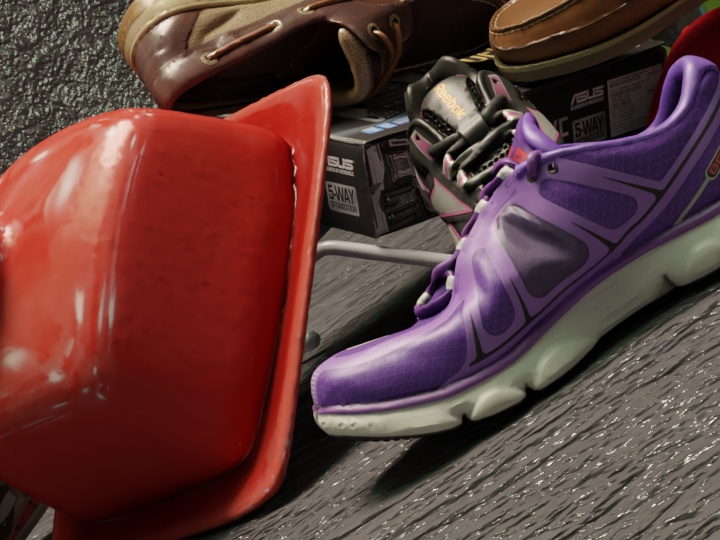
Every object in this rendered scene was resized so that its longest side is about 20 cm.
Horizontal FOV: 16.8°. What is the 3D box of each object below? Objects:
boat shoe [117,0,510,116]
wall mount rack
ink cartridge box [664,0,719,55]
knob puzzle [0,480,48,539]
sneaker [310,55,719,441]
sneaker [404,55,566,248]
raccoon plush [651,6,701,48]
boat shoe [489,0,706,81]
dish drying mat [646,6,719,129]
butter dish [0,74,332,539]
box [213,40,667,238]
[{"bbox_3d":[-0.012,-0.104,1.159,0.199,0.072,0.072,-7,-43,-26],"label":"boat shoe"},{"bbox_3d":[0.000,0.000,1.185,0.174,0.075,0.200,-33,7,21],"label":"wall mount rack"},{"bbox_3d":[0.139,-0.166,1.354,0.076,0.148,0.200,-34,7,-6],"label":"ink cartridge box"},{"bbox_3d":[-0.172,0.076,1.161,0.030,0.220,0.220,12,25,17],"label":"knob puzzle"},{"bbox_3d":[0.061,-0.008,0.897,0.200,0.084,0.081,-34,7,-4],"label":"sneaker"},{"bbox_3d":[0.056,-0.039,1.038,0.080,0.086,0.200,-36,20,-4],"label":"sneaker"},{"bbox_3d":[0.064,-0.159,1.272,0.134,0.200,0.097,-15,36,46],"label":"raccoon plush"},{"bbox_3d":[0.139,-0.156,1.135,0.200,0.068,0.072,-25,28,23],"label":"boat shoe"},{"bbox_3d":[0.201,-0.108,1.112,0.200,0.018,0.077,-20,45,57],"label":"dish drying mat"},{"bbox_3d":[-0.119,0.011,1.044,0.199,0.148,0.201,-25,52,52],"label":"butter dish"},{"bbox_3d":[0.031,-0.077,1.223,0.200,0.050,0.158,-20,22,-34],"label":"box"}]
